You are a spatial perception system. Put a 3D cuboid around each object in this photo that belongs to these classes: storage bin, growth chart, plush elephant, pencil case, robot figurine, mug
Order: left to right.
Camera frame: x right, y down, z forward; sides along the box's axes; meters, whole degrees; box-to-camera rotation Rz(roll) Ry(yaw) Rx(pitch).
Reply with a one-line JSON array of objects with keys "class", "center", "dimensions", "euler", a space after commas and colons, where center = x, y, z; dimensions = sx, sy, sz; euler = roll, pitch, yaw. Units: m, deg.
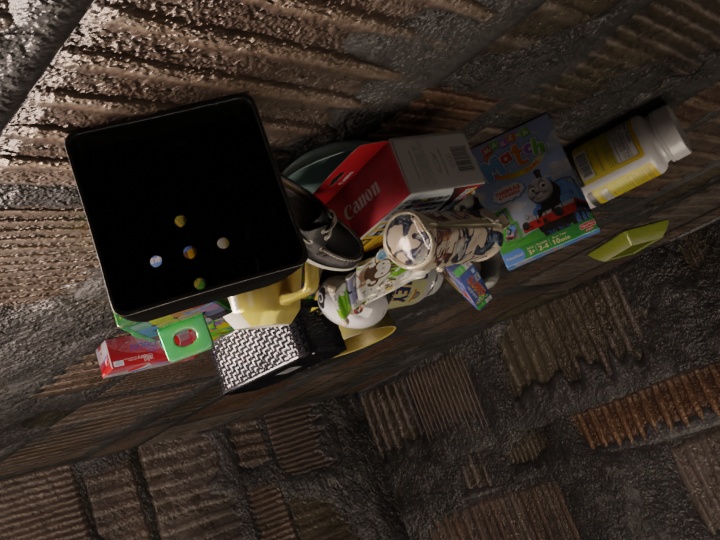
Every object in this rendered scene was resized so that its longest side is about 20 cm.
[{"class": "mug", "center": [-0.147, 0.006, 1.142], "dimensions": [0.149, 0.154, 0.187], "euler": [-4, 175, -13]}, {"class": "storage bin", "center": [-0.141, 0.131, 1.337], "dimensions": [0.200, 0.094, 0.135], "euler": [-27, 166, 27]}, {"class": "robot figurine", "center": [-0.002, -0.001, 1.309], "dimensions": [0.150, 0.200, 0.125], "euler": [32, 147, -28]}, {"class": "growth chart", "center": [0.041, 0.005, 1.171], "dimensions": [0.200, 0.018, 0.145], "euler": [-28, 150, 0]}, {"class": "pencil case", "center": [0.115, -0.046, 1.055], "dimensions": [0.200, 0.078, 0.089], "euler": [-7, 145, -51]}, {"class": "plush elephant", "center": [0.194, -0.092, 1.375], "dimensions": [0.154, 0.201, 0.165], "euler": [10, 154, -19]}]

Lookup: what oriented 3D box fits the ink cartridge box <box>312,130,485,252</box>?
[{"class": "ink cartridge box", "center": [0.035, -0.099, 1.075], "dimensions": [0.175, 0.084, 0.200], "euler": [-12, 164, -34]}]

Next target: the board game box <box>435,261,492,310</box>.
[{"class": "board game box", "center": [0.133, -0.029, 1.344], "dimensions": [0.034, 0.200, 0.135], "euler": [-43, 147, -1]}]

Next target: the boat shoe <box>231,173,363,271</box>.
[{"class": "boat shoe", "center": [-0.068, -0.066, 1.013], "dimensions": [0.200, 0.074, 0.060], "euler": [34, 143, -24]}]

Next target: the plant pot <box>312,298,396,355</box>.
[{"class": "plant pot", "center": [-0.037, 0.098, 1.754], "dimensions": [0.199, 0.142, 0.200], "euler": [-19, 166, -5]}]

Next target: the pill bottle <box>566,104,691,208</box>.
[{"class": "pill bottle", "center": [0.472, -0.203, 1.402], "dimensions": [0.200, 0.115, 0.114], "euler": [-28, 164, 29]}]

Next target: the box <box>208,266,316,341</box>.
[{"class": "box", "center": [-0.189, 0.029, 1.320], "dimensions": [0.199, 0.122, 0.193], "euler": [-18, 166, -14]}]

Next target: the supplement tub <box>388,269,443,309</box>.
[{"class": "supplement tub", "center": [0.049, 0.003, 1.513], "dimensions": [0.200, 0.145, 0.145], "euler": [-9, 162, -40]}]

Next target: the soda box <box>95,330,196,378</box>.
[{"class": "soda box", "center": [-0.429, 0.163, 1.609], "dimensions": [0.200, 0.064, 0.070], "euler": [-9, 162, -38]}]

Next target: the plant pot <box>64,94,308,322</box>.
[{"class": "plant pot", "center": [-0.190, -0.046, 0.875], "dimensions": [0.199, 0.201, 0.177], "euler": [-17, 166, -15]}]

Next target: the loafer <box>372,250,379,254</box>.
[{"class": "loafer", "center": [0.091, -0.096, 1.249], "dimensions": [0.200, 0.073, 0.072], "euler": [-43, 139, -2]}]

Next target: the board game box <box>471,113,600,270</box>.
[{"class": "board game box", "center": [0.261, -0.122, 1.228], "dimensions": [0.151, 0.201, 0.037], "euler": [-24, 165, 14]}]

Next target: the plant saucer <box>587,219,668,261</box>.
[{"class": "plant saucer", "center": [0.872, -0.087, 2.543], "dimensions": [0.199, 0.048, 0.200], "euler": [-14, 165, -26]}]

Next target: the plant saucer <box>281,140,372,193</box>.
[{"class": "plant saucer", "center": [-0.042, -0.134, 1.088], "dimensions": [0.200, 0.039, 0.201], "euler": [-20, 167, -5]}]

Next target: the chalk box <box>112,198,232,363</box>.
[{"class": "chalk box", "center": [-0.250, 0.015, 1.016], "dimensions": [0.124, 0.201, 0.124], "euler": [-21, 166, -1]}]
